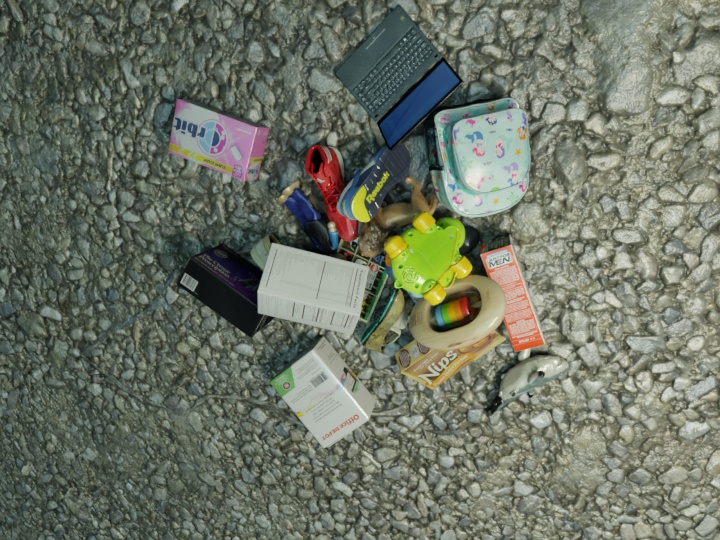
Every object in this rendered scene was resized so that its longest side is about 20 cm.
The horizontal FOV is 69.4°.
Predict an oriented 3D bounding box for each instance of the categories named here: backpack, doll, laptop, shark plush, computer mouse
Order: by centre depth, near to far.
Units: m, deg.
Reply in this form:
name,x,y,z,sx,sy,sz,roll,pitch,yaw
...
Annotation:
name,x,y,z,sx,sy,sz,roll,pitch,yaw
backpack,0.216,-0.199,0.938,0.176,0.151,0.202,-13,110,-8
laptop,0.063,-0.357,0.962,0.177,0.103,0.200,-40,92,20
computer mouse,0.158,-0.021,1.066,0.200,0.034,0.059,-39,93,22
shark plush,0.340,0.248,1.078,0.083,0.091,0.201,26,108,-25
doll,-0.093,-0.083,1.079,0.201,0.048,0.136,54,152,-4

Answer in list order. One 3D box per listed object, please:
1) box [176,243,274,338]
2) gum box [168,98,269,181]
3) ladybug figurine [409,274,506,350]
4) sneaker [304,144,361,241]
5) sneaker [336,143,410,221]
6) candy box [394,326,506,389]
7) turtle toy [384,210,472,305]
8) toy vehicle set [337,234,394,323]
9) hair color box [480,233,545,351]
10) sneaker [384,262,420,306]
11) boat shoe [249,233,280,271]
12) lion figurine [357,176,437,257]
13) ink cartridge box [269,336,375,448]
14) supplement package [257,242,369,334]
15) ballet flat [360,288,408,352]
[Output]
name,x,y,z,sx,sy,sz,roll,pitch,yaw
box,-0.273,0.039,1.142,0.199,0.141,0.079,35,109,3
gum box,-0.306,-0.279,1.101,0.199,0.066,0.114,22,108,9
ladybug figurine,0.182,0.084,0.966,0.199,0.072,0.137,-20,55,31
sneaker,-0.064,-0.152,1.030,0.078,0.115,0.201,-22,87,21
sneaker,0.023,-0.176,1.003,0.082,0.200,0.074,1,136,53
candy box,0.183,0.157,1.068,0.200,0.056,0.115,-39,130,21
turtle toy,0.129,-0.031,0.971,0.200,0.101,0.146,-41,93,-21
toy vehicle set,0.000,0.000,1.118,0.123,0.027,0.201,24,110,8
hair color box,0.293,0.040,1.006,0.063,0.111,0.201,-17,99,18
sneaker,0.126,0.051,1.059,0.199,0.075,0.088,31,123,-8
boat shoe,-0.156,0.004,1.134,0.200,0.074,0.069,46,112,4
lion figurine,0.078,-0.109,1.016,0.199,0.123,0.072,-24,141,25
ink cartridge box,-0.083,0.278,1.186,0.145,0.084,0.200,-38,92,21
supplement package,-0.095,0.040,1.036,0.198,0.115,0.110,14,152,-3
ballet flat,0.062,0.110,1.087,0.070,0.071,0.200,34,137,4
